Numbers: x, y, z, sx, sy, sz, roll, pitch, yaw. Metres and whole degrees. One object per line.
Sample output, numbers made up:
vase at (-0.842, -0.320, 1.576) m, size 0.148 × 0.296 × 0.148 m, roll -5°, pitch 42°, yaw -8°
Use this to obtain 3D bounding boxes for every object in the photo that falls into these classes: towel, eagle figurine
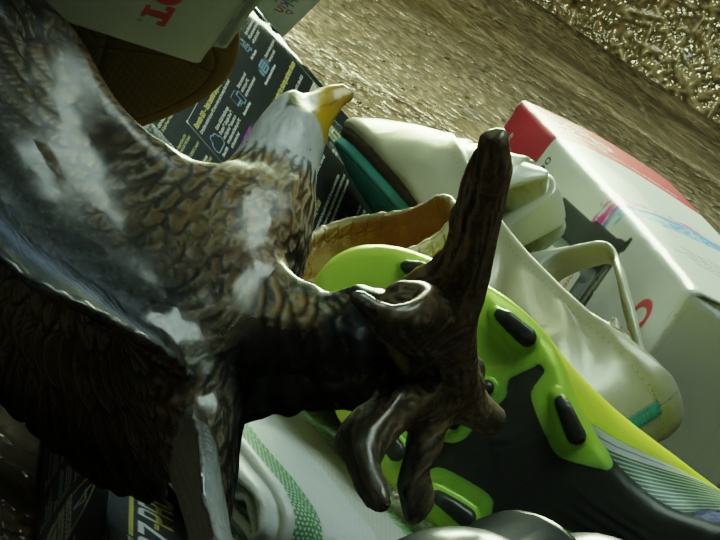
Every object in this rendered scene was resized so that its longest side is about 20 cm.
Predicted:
towel at (0.004, 0.068, 0.868) m, size 0.200 × 0.031 × 0.149 m, roll 25°, pitch 16°, yaw -42°
eagle figurine at (-0.056, -0.010, 0.737) m, size 0.199 × 0.153 × 0.151 m, roll 23°, pitch 18°, yaw 16°

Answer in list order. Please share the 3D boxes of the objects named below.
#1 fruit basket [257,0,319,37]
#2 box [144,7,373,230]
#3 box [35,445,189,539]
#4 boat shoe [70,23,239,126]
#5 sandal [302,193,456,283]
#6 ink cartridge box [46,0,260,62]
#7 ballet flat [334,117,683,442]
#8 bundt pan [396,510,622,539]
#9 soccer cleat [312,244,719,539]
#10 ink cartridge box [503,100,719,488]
fruit basket at (-0.129, -0.127, 1.194) m, size 0.185 × 0.094 × 0.200 m, roll 30°, pitch -25°, yaw -14°
box at (-0.055, -0.027, 1.029) m, size 0.160 × 0.043 × 0.200 m, roll 49°, pitch 25°, yaw -15°
box at (-0.018, 0.099, 0.853) m, size 0.161 × 0.049 × 0.200 m, roll 33°, pitch 12°, yaw -14°
boat shoe at (-0.136, -0.081, 0.857) m, size 0.199 × 0.074 × 0.067 m, roll -1°, pitch 50°, yaw -16°
sandal at (0.001, 0.002, 0.872) m, size 0.211 × 0.070 × 0.078 m, roll 32°, pitch 11°, yaw -17°
ink cartridge box at (-0.103, -0.150, 0.759) m, size 0.199 × 0.145 × 0.084 m, roll 16°, pitch 57°, yaw -18°
ballet flat at (0.054, 0.000, 1.008) m, size 0.069 × 0.070 × 0.200 m, roll 24°, pitch 23°, yaw -38°
bundt pan at (0.061, 0.139, 0.706) m, size 0.201 × 0.076 × 0.202 m, roll 27°, pitch 32°, yaw -18°
soccer cleat at (0.063, 0.068, 0.839) m, size 0.200 × 0.065 × 0.084 m, roll 37°, pitch -8°, yaw -1°
ink cartridge box at (0.082, 0.043, 1.093) m, size 0.085 × 0.148 × 0.200 m, roll 29°, pitch 12°, yaw -23°
